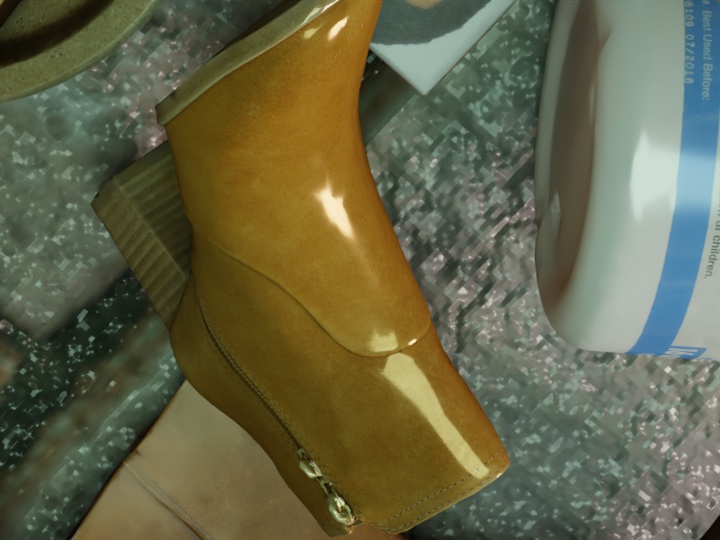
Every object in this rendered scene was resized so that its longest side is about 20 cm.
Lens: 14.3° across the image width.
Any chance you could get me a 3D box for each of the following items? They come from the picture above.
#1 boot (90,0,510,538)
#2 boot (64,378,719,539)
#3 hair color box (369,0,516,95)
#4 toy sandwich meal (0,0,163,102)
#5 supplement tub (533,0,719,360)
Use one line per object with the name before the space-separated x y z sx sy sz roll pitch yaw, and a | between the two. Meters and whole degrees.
boot | -0.001 0.001 0.837 0.071 0.201 0.144 -38 87 -28
boot | 0.024 0.092 0.949 0.200 0.068 0.188 43 106 0
hair color box | 0.049 -0.160 0.841 0.101 0.061 0.200 38 106 -18
toy sandwich meal | -0.136 -0.129 0.807 0.205 0.070 0.206 4 105 17
supplement tub | 0.159 -0.034 0.863 0.199 0.132 0.132 5 112 -5
